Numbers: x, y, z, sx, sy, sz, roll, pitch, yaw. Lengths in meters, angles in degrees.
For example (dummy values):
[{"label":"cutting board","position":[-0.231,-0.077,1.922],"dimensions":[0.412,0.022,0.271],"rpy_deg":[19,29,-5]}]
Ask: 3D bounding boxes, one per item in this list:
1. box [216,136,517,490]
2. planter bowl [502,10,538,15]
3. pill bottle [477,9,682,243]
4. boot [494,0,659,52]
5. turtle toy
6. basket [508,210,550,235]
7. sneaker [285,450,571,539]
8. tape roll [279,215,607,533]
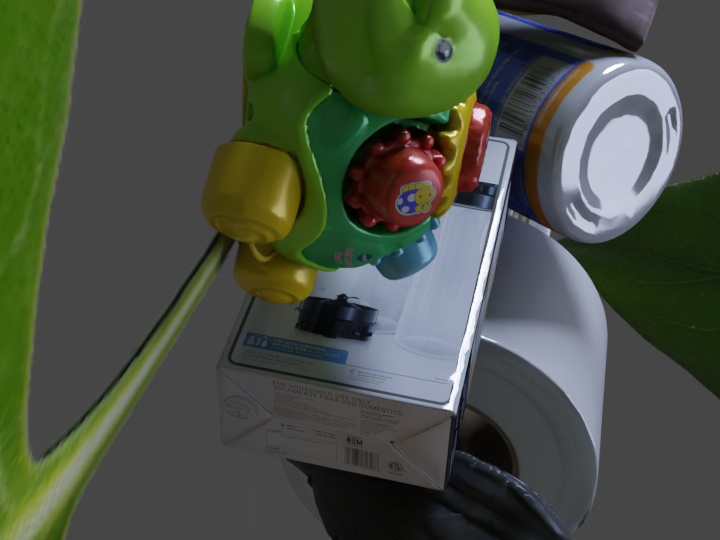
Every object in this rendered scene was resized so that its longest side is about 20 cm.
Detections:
[{"label":"box","position":[0.009,0.006,0.612],"dimensions":[0.201,0.116,0.060],"rpy_deg":[-70,167,-44]},{"label":"planter bowl","position":[0.145,-0.290,0.975],"dimensions":[0.200,0.199,0.084],"rpy_deg":[71,17,-77]},{"label":"pill bottle","position":[0.092,-0.102,0.744],"dimensions":[0.112,0.200,0.113],"rpy_deg":[-17,121,-31]},{"label":"boot","position":[0.085,-0.165,0.643],"dimensions":[0.201,0.166,0.072],"rpy_deg":[-64,-174,-32]},{"label":"turtle toy","position":[0.003,-0.068,0.478],"dimensions":[0.200,0.100,0.147],"rpy_deg":[82,21,-71]},{"label":"basket","position":[0.120,-0.069,1.202],"dimensions":[0.198,0.160,0.201],"rpy_deg":[52,49,-81]},{"label":"sneaker","position":[0.008,0.123,0.615],"dimensions":[0.076,0.199,0.091],"rpy_deg":[41,75,-43]},{"label":"tape roll","position":[0.058,0.078,0.772],"dimensions":[0.139,0.201,0.204],"rpy_deg":[-67,167,-54]}]
